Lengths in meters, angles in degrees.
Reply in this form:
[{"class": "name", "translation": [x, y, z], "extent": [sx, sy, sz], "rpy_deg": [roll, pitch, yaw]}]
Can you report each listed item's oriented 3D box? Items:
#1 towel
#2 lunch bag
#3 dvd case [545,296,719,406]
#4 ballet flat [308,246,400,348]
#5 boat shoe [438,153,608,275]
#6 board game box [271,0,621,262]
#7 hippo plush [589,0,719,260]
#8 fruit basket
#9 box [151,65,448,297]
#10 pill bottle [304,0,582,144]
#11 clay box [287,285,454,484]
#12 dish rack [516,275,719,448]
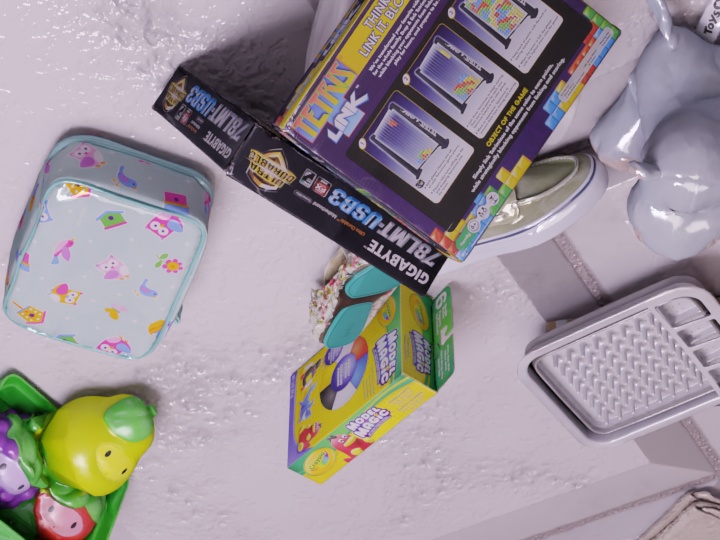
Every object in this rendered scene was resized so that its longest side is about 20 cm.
[{"class": "towel", "translation": [0.367, 0.316, 1.743], "extent": [0.131, 0.035, 0.201], "rpy_deg": [19, 133, -18]}, {"class": "lunch bag", "translation": [-0.216, -0.015, 1.360], "extent": [0.158, 0.078, 0.201], "rpy_deg": [15, 134, -18]}, {"class": "dvd case", "translation": [0.284, 0.088, 1.518], "extent": [0.197, 0.016, 0.150], "rpy_deg": [-9, 136, 7]}, {"class": "ballet flat", "translation": [0.000, 0.000, 1.365], "extent": [0.075, 0.065, 0.200], "rpy_deg": [-4, 154, -31]}, {"class": "boat shoe", "translation": [0.113, -0.053, 1.331], "extent": [0.198, 0.073, 0.062], "rpy_deg": [-25, 128, 25]}, {"class": "board game box", "translation": [0.060, -0.135, 1.108], "extent": [0.165, 0.057, 0.201], "rpy_deg": [36, 91, -13]}, {"class": "hippo plush", "translation": [0.272, -0.099, 1.219], "extent": [0.157, 0.162, 0.201], "rpy_deg": [4, 136, -5]}, {"class": "fruit basket", "translation": [-0.293, 0.198, 1.542], "extent": [0.213, 0.157, 0.217], "rpy_deg": [12, 146, 8]}, {"class": "box", "translation": [-0.050, -0.071, 1.226], "extent": [0.197, 0.200, 0.050], "rpy_deg": [31, 94, -30]}, {"class": "pill bottle", "translation": [0.064, -0.158, 1.191], "extent": [0.197, 0.112, 0.112], "rpy_deg": [13, 135, -14]}, {"class": "clay box", "translation": [0.008, 0.097, 1.452], "extent": [0.047, 0.116, 0.200], "rpy_deg": [28, 128, -26]}, {"class": "dish rack", "translation": [0.261, 0.081, 1.468], "extent": [0.198, 0.044, 0.172], "rpy_deg": [-27, 131, 24]}]
